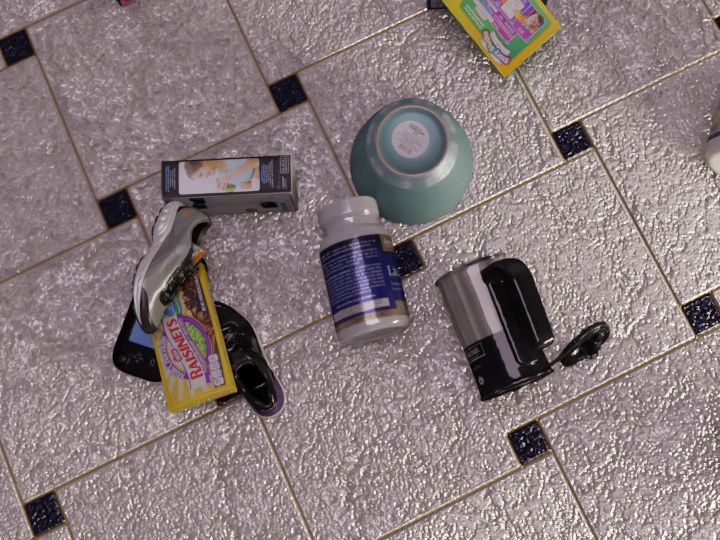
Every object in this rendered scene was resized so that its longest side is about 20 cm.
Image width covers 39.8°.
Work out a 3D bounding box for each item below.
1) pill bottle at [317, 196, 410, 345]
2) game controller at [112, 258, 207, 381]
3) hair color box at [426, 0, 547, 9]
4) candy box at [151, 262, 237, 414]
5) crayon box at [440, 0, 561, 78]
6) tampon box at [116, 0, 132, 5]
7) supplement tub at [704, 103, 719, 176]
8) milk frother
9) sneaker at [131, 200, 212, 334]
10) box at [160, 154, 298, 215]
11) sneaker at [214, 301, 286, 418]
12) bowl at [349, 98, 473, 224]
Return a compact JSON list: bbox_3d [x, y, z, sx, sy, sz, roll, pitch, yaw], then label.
[{"bbox_3d":[0.000,0.000,1.488,0.114,0.116,0.203,-13,78,-1],"label":"pill bottle"},{"bbox_3d":[-0.302,0.065,1.510,0.103,0.042,0.203,13,78,26],"label":"game controller"},{"bbox_3d":[0.205,-0.483,1.613,0.196,0.061,0.102,1,79,2],"label":"hair color box"},{"bbox_3d":[-0.253,0.097,1.453,0.101,0.026,0.203,-20,70,6],"label":"candy box"},{"bbox_3d":[0.205,-0.416,1.552,0.118,0.058,0.200,-39,100,12],"label":"crayon box"},{"bbox_3d":[-0.374,-0.570,1.623,0.148,0.126,0.203,-23,78,-2],"label":"tampon box"},{"bbox_3d":[0.615,-0.239,1.500,0.143,0.145,0.203,21,79,7],"label":"supplement tub"},{"bbox_3d":[0.243,0.067,1.469,0.198,0.180,0.191,-9,73,-44],"label":"milk frother"},{"bbox_3d":[-0.273,-0.004,1.439,0.078,0.074,0.203,12,72,11],"label":"sneaker"},{"bbox_3d":[-0.197,-0.128,1.526,0.196,0.117,0.061,-2,80,1],"label":"box"},{"bbox_3d":[-0.177,0.123,1.482,0.075,0.088,0.201,-36,78,-5],"label":"sneaker"},{"bbox_3d":[0.079,-0.181,1.531,0.197,0.105,0.205,0,78,2],"label":"bowl"}]
